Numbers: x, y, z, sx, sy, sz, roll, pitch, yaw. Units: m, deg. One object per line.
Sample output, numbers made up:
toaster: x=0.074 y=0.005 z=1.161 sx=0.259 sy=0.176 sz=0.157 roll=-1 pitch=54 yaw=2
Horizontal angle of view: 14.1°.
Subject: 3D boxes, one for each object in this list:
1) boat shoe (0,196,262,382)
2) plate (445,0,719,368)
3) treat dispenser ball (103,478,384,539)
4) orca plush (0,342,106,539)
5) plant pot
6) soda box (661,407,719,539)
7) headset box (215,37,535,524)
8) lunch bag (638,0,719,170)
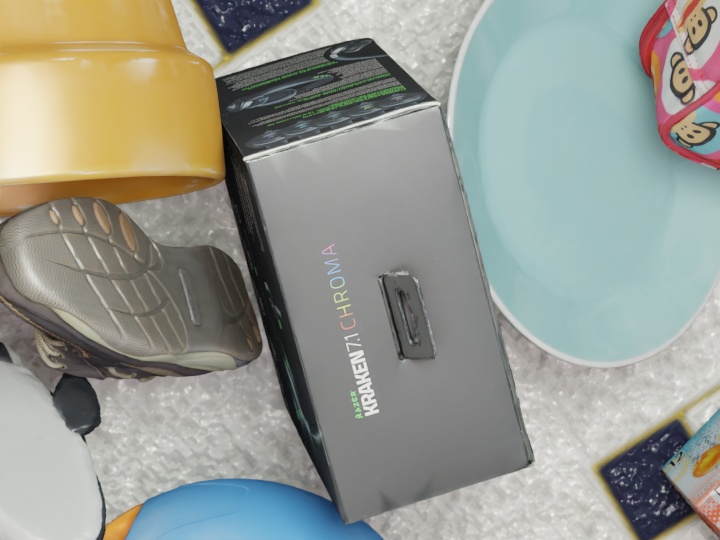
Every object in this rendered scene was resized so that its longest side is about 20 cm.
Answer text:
boat shoe: x=-0.118 y=0.021 z=1.329 sx=0.073 sy=0.200 sz=0.075 roll=-24 pitch=68 yaw=21
plate: x=0.107 y=-0.053 z=1.384 sx=0.199 sy=0.025 sz=0.202 roll=4 pitch=83 yaw=-41
treat dispenser ball: x=-0.059 y=0.198 z=1.362 sx=0.199 sy=0.201 sz=0.202 roll=-2 pitch=103 yaw=-9
orca plush: x=-0.191 y=0.080 z=1.362 sx=0.199 sy=0.071 sz=0.105 roll=34 pitch=55 yaw=17
plant pot: x=-0.167 y=-0.121 z=1.288 sx=0.199 sy=0.200 sz=0.185 roll=-5 pitch=88 yaw=-8
soda box: x=0.246 y=0.058 z=1.449 sx=0.200 sy=0.068 sz=0.064 roll=-46 pitch=106 yaw=3
headset box: x=0.000 y=0.000 z=1.327 sx=0.092 sy=0.200 sz=0.175 roll=-16 pitch=104 yaw=-5
lunch bag: x=0.247 y=-0.117 z=1.354 sx=0.175 sy=0.082 sz=0.200 roll=16 pitch=134 yaw=-28
